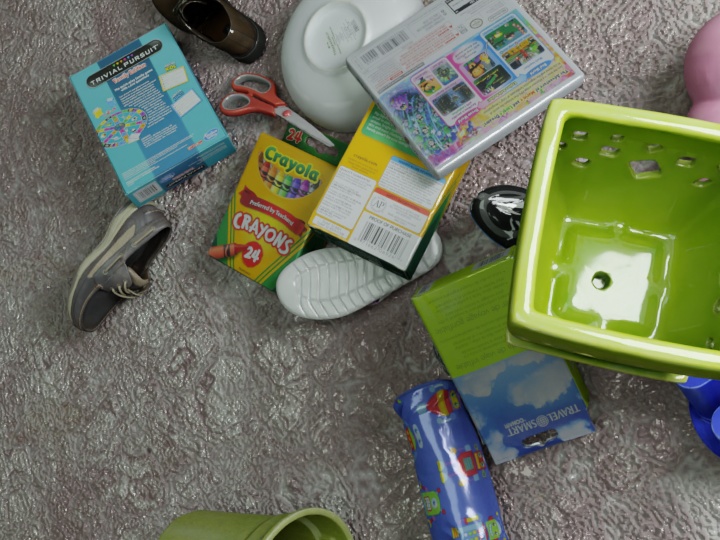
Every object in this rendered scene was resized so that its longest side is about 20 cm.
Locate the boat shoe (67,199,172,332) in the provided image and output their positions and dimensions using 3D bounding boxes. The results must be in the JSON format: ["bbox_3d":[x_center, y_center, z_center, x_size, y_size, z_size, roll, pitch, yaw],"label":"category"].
[{"bbox_3d":[-0.319,0.001,1.186,0.073,0.074,0.201,35,100,25],"label":"boat shoe"}]

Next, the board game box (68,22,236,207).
[{"bbox_3d":[-0.274,-0.206,1.180,0.150,0.047,0.201,-29,70,-2],"label":"board game box"}]

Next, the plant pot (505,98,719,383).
[{"bbox_3d":[0.229,-0.009,0.776,0.198,0.182,0.201,12,76,5],"label":"plant pot"}]

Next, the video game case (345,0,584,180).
[{"bbox_3d":[0.113,-0.221,0.992,0.199,0.024,0.183,-33,69,-7],"label":"video game case"}]

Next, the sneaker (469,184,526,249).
[{"bbox_3d":[0.204,-0.032,0.920,0.199,0.083,0.071,34,90,17],"label":"sneaker"}]

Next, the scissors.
[{"bbox_3d":[-0.095,-0.203,1.114,0.199,0.014,0.073,21,62,31],"label":"scissors"}]

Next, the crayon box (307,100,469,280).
[{"bbox_3d":[0.043,-0.107,1.009,0.125,0.052,0.201,26,82,15],"label":"crayon box"}]

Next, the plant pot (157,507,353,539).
[{"bbox_3d":[-0.133,0.351,1.000,0.183,0.200,0.202,1,84,37],"label":"plant pot"}]

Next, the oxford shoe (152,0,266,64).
[{"bbox_3d":[-0.215,-0.346,1.176,0.199,0.084,0.073,32,99,27],"label":"oxford shoe"}]

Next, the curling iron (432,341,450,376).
[{"bbox_3d":[0.144,0.029,0.983,0.049,0.026,0.201,38,100,23],"label":"curling iron"}]

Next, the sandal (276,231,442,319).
[{"bbox_3d":[0.002,0.007,1.044,0.201,0.050,0.083,-17,78,8],"label":"sandal"}]

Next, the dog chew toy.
[{"bbox_3d":[0.364,-0.143,0.852,0.124,0.124,0.202,11,96,26],"label":"dog chew toy"}]

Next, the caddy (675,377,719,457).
[{"bbox_3d":[0.387,0.092,0.817,0.200,0.105,0.142,-42,46,17],"label":"caddy"}]

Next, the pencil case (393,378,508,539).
[{"bbox_3d":[0.093,0.215,0.955,0.087,0.078,0.202,-35,67,50],"label":"pencil case"}]

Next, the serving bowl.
[{"bbox_3d":[-0.016,-0.272,1.079,0.198,0.066,0.202,-4,82,24],"label":"serving bowl"}]

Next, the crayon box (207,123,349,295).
[{"bbox_3d":[-0.092,-0.081,1.099,0.126,0.051,0.201,26,94,27],"label":"crayon box"}]

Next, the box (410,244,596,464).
[{"bbox_3d":[0.151,0.089,0.929,0.121,0.048,0.201,-24,99,22],"label":"box"}]
